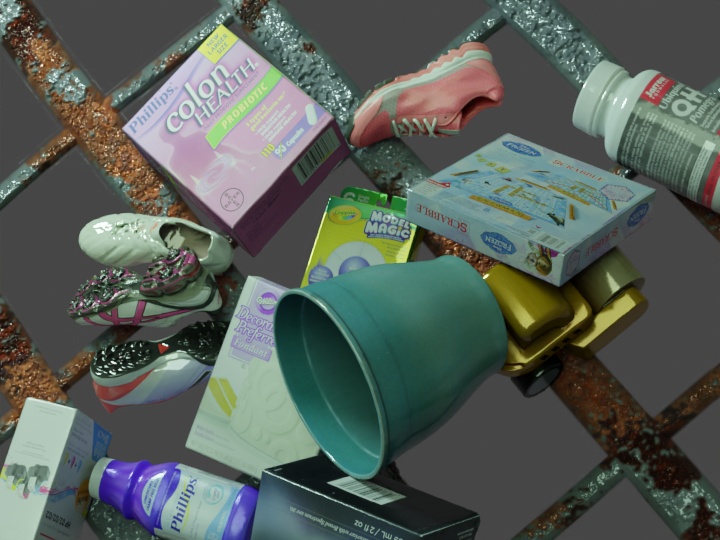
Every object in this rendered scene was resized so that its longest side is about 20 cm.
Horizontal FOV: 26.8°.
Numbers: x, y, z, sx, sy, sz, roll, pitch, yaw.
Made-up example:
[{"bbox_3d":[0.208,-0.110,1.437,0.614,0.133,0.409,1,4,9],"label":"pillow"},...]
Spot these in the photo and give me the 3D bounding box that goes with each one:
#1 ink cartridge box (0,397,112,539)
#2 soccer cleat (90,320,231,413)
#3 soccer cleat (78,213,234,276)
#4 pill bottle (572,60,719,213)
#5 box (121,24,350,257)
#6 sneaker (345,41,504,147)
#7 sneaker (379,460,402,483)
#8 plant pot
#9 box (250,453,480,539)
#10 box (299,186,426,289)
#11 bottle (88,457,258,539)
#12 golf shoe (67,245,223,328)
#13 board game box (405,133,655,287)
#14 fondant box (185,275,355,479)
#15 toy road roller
[{"bbox_3d":[-0.351,0.256,1.670,0.067,0.115,0.203,11,74,16],"label":"ink cartridge box"},{"bbox_3d":[-0.207,0.111,1.727,0.197,0.074,0.069,-12,41,-10],"label":"soccer cleat"},{"bbox_3d":[-0.244,-0.037,1.774,0.197,0.078,0.070,8,72,15],"label":"soccer cleat"},{"bbox_3d":[0.339,-0.153,1.671,0.198,0.111,0.111,29,78,20],"label":"pill bottle"},{"bbox_3d":[-0.145,-0.154,1.786,0.200,0.097,0.176,41,83,23],"label":"box"},{"bbox_3d":[0.077,-0.188,1.762,0.198,0.074,0.087,-29,68,1],"label":"sneaker"},{"bbox_3d":[0.019,0.286,1.608,0.085,0.077,0.202,-28,68,19],"label":"sneaker"},{"bbox_3d":[0.041,0.080,1.534,0.186,0.201,0.201,-23,64,-26],"label":"plant pot"},{"bbox_3d":[-0.007,0.315,1.509,0.198,0.123,0.201,16,101,32],"label":"box"},{"bbox_3d":[0.000,0.000,1.725,0.116,0.048,0.202,12,72,15],"label":"box"},{"bbox_3d":[-0.202,0.255,1.664,0.197,0.065,0.085,16,75,17],"label":"bottle"},{"bbox_3d":[-0.251,0.041,1.748,0.198,0.093,0.073,-13,38,31],"label":"golf shoe"},{"bbox_3d":[0.184,-0.070,1.632,0.198,0.042,0.199,25,37,31],"label":"board game box"},{"bbox_3d":[-0.089,0.125,1.654,0.143,0.058,0.202,21,90,9],"label":"fondant box"},{"bbox_3d":[0.202,0.030,1.614,0.199,0.146,0.123,-37,67,-3],"label":"toy road roller"}]
